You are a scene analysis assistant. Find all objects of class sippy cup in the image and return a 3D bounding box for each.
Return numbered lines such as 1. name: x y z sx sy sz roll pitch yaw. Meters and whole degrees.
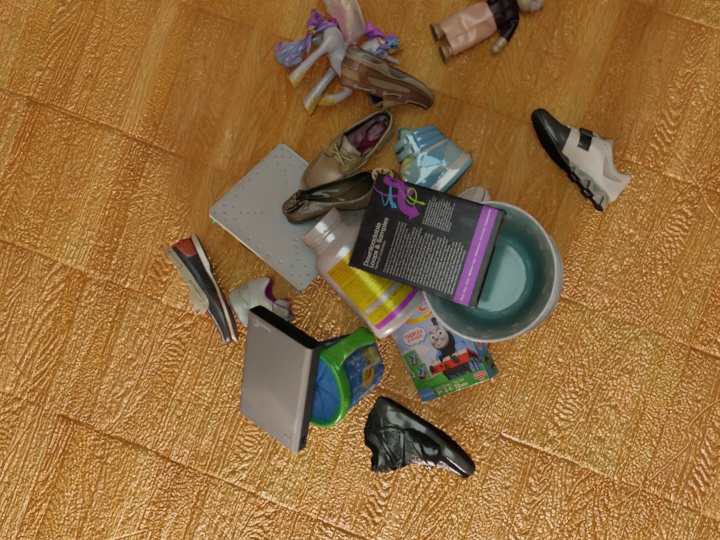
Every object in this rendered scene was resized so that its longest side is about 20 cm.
1. sippy cup: -0.034 0.166 1.275 0.176 0.129 0.142 -10 98 45

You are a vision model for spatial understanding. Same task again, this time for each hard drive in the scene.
1. hard drive: -0.131 0.173 1.252 0.139 0.033 0.203 28 122 31

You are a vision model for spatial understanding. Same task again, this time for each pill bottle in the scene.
1. pill bottle: 0.000 0.000 1.221 0.104 0.104 0.200 -42 96 3

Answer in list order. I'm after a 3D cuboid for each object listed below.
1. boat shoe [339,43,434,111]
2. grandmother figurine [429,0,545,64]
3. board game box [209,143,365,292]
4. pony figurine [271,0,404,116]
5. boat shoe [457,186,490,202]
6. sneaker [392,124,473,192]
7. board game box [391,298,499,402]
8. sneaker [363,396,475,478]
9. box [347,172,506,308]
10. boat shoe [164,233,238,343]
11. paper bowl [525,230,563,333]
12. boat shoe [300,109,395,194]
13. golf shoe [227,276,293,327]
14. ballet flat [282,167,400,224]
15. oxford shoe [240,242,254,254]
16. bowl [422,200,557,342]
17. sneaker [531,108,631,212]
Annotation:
1. boat shoe: 0.039 -0.297 1.271 0.076 0.198 0.073 40 107 47
2. grandmother figurine: 0.216 -0.427 1.307 0.198 0.061 0.123 -24 115 1
3. board game box: -0.116 -0.089 1.293 0.199 0.026 0.200 38 57 4
4. pony figurine: -0.043 -0.378 1.294 0.199 0.167 0.194 -34 119 1
5. boat shoe: 0.131 -0.080 1.253 0.200 0.073 0.066 -45 118 -23
6. sneaker: 0.078 -0.158 1.306 0.200 0.080 0.131 -44 89 -6
7. board game box: 0.120 0.101 1.281 0.150 0.036 0.202 -28 85 42
8. sneaker: 0.089 0.307 1.305 0.198 0.076 0.115 29 94 7
9. box: 0.095 -0.044 1.130 0.197 0.036 0.145 19 88 13
10. boat shoe: -0.267 0.038 1.334 0.062 0.071 0.202 -25 83 -7
11. paper bowl: 0.231 0.007 1.278 0.197 0.104 0.204 0 91 6
12. boat shoe: -0.022 -0.199 1.300 0.074 0.066 0.200 44 81 3
13. golf shoe: -0.142 0.102 1.326 0.091 0.075 0.201 -33 88 1
14. ballet flat: -0.032 -0.126 1.255 0.197 0.047 0.068 -16 48 1
15. oxford shoe: -0.113 -0.034 1.321 0.197 0.074 0.072 10 91 5
16. bowl: 0.193 0.006 1.172 0.197 0.105 0.205 -1 84 13
17. sneaker: 0.363 -0.201 1.286 0.088 0.074 0.200 -42 96 3
